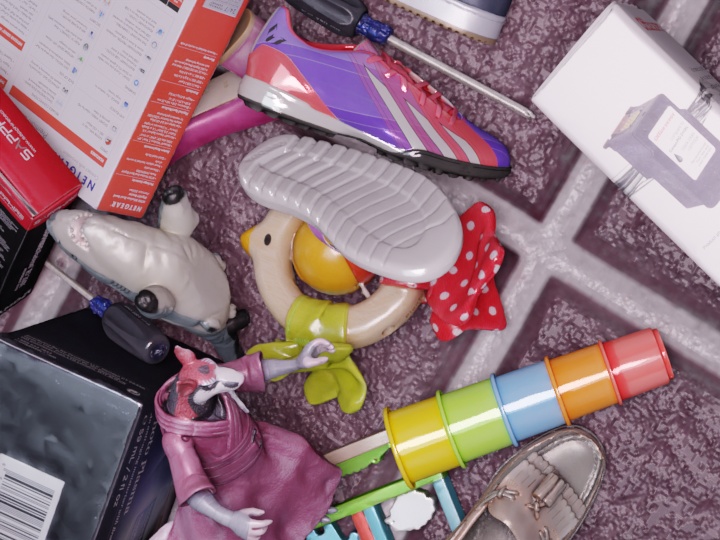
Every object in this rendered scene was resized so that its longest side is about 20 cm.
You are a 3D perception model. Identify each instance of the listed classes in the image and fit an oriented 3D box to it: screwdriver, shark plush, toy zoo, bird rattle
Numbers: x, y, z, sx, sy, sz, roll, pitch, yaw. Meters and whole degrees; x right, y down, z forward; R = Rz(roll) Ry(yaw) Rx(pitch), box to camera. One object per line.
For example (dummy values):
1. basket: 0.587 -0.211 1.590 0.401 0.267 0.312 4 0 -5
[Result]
1. screwdriver: 0.035 -0.157 1.429 0.199 0.028 0.029 26 134 13
2. screwdriver: -0.199 0.018 1.465 0.199 0.029 0.028 29 137 41
3. shark plush: -0.132 0.005 1.425 0.083 0.200 0.092 -2 74 27
4. toy zoo: 0.024 0.220 1.482 0.130 0.020 0.202 -22 90 15
5. bird rattle: 0.000 0.000 1.430 0.199 0.113 0.164 -37 70 12

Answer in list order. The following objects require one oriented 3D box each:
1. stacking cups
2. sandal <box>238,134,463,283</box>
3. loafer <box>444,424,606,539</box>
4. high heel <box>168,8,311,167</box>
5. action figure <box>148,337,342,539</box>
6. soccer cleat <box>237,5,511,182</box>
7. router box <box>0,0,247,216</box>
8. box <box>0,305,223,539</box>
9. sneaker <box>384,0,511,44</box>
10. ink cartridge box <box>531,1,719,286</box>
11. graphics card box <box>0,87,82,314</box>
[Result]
1. stacking cups: 0.117 0.093 1.416 0.198 0.061 0.061 -18 91 7
2. sandal: -0.001 -0.038 1.392 0.082 0.050 0.202 -38 45 -20
3. loafer: 0.096 0.190 1.423 0.200 0.063 0.072 -45 89 3
4. high heel: -0.104 -0.101 1.475 0.096 0.068 0.200 31 118 -31
5. action figure: -0.091 0.110 1.369 0.148 0.201 0.134 12 55 33
6. soccer cleat: 0.018 -0.116 1.401 0.198 0.068 0.074 18 95 -12
7. router box: -0.191 -0.165 1.437 0.200 0.049 0.181 37 106 33
8. box: -0.202 0.144 1.439 0.122 0.198 0.202 22 100 9
9. sneaker: 0.024 -0.244 1.409 0.199 0.070 0.109 25 106 3
10. ink cartridge box: 0.216 -0.075 1.339 0.200 0.145 0.084 45 104 6
11. graphics card box: -0.269 -0.054 1.449 0.051 0.200 0.126 -38 83 -30
